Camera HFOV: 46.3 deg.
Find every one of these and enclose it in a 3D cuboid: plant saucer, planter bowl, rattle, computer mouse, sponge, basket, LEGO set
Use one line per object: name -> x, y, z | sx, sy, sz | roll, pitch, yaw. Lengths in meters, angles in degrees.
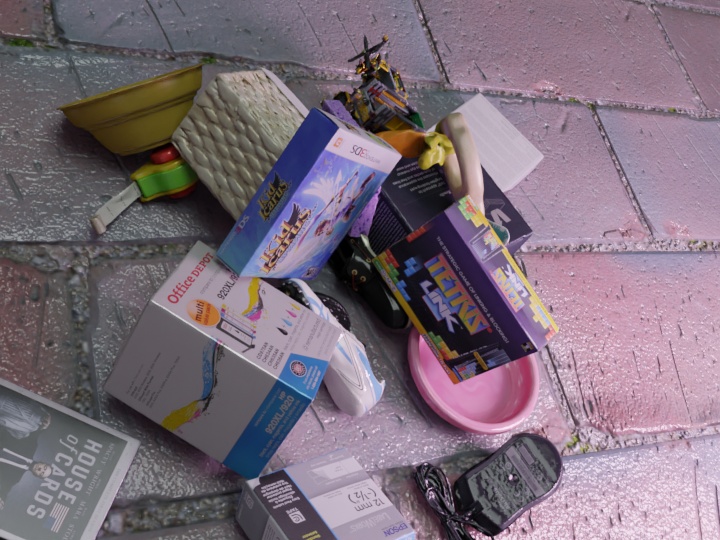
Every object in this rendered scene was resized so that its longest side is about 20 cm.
plant saucer -> 0.150, 0.134, 1.159 | 0.199, 0.051, 0.202 | 14, 54, -20
planter bowl -> -0.286, -0.203, 1.106 | 0.200, 0.200, 0.084 | -30, 112, -37
rattle -> 0.106, -0.101, 1.130 | 0.142, 0.130, 0.201 | -14, 93, -21
computer mouse -> 0.171, 0.278, 1.081 | 0.199, 0.053, 0.139 | -23, 70, -24
sponge -> -0.021, -0.145, 1.165 | 0.030, 0.112, 0.200 | 1, 33, -22
basket -> -0.128, -0.146, 1.081 | 0.200, 0.136, 0.123 | 49, 28, 11
LEGO set -> 0.001, -0.239, 1.245 | 0.116, 0.153, 0.201 | 24, 48, -45

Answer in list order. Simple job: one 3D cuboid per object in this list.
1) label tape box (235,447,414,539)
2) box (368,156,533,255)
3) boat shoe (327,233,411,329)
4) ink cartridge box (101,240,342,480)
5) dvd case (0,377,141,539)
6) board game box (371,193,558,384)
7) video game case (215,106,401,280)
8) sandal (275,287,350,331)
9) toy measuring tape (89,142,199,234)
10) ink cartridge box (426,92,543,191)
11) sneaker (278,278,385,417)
label tape box -> -0.021, 0.294, 0.901 | 0.143, 0.066, 0.200 | -8, 37, -40
box -> 0.106, -0.071, 1.227 | 0.196, 0.118, 0.200 | -24, 72, -36
boat shoe -> -0.001, 0.002, 1.154 | 0.063, 0.074, 0.202 | -17, 63, -36
ink cartridge box -> -0.151, 0.098, 0.943 | 0.199, 0.145, 0.147 | 32, 29, -5
dvd case -> -0.350, 0.204, 0.875 | 0.199, 0.025, 0.151 | 26, 52, -9
board game box -> 0.126, 0.030, 1.053 | 0.057, 0.165, 0.201 | -34, 90, -37
video game case -> -0.055, -0.079, 0.986 | 0.045, 0.200, 0.181 | 41, 14, 21
sandal -> -0.106, 0.047, 1.075 | 0.199, 0.076, 0.048 | 10, 28, -20
toy measuring tape -> -0.262, -0.111, 1.088 | 0.073, 0.074, 0.200 | 37, 45, 0
ink cartridge box -> 0.190, -0.189, 1.399 | 0.160, 0.047, 0.200 | 47, 56, 6
sneaker -> -0.038, 0.090, 1.051 | 0.073, 0.072, 0.201 | -46, 114, -40
